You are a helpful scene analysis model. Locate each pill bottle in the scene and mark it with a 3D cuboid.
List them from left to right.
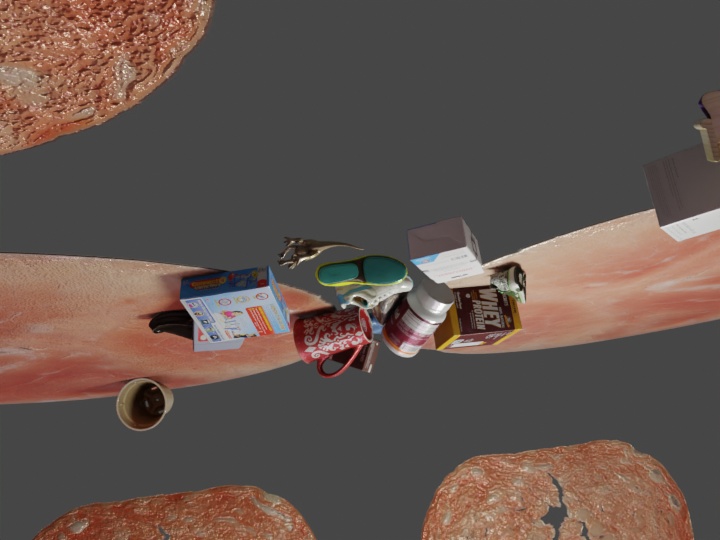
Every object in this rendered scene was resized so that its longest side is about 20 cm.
[{"bbox_3d":[0.147,0.118,1.567,0.114,0.114,0.200,6,132,-36],"label":"pill bottle"}]

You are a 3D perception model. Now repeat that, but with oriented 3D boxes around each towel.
[{"bbox_3d":[0.066,0.160,1.874,0.199,0.049,0.111,8,158,-38],"label":"towel"}]

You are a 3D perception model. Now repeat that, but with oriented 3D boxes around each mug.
[{"bbox_3d":[-0.066,0.195,1.754,0.199,0.178,0.134,-18,-163,16],"label":"mug"}]

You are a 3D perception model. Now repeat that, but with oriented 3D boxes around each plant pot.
[{"bbox_3d":[-0.846,0.527,2.461,0.199,0.202,0.183,-8,174,1],"label":"plant pot"}]

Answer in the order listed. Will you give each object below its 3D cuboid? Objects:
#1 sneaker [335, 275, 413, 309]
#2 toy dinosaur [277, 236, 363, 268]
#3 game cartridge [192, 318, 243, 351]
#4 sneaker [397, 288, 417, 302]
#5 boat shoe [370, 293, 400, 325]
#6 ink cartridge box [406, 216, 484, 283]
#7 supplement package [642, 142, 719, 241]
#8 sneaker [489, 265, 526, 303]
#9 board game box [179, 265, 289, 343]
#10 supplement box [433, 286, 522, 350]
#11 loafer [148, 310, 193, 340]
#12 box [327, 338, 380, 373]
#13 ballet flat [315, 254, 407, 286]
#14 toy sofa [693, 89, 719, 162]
[{"bbox_3d":[0.034,0.049,1.457,0.199,0.081,0.077,-2,160,-22],"label":"sneaker"},{"bbox_3d":[-0.096,-0.043,1.188,0.199,0.059,0.101,-14,178,44],"label":"toy dinosaur"},{"bbox_3d":[-0.346,0.131,1.513,0.132,0.041,0.200,-5,139,-19],"label":"game cartridge"},{"bbox_3d":[0.145,0.096,1.658,0.199,0.076,0.070,-20,159,33],"label":"sneaker"},{"bbox_3d":[0.057,0.083,1.601,0.076,0.072,0.200,-46,164,-19],"label":"boat shoe"},{"bbox_3d":[0.180,-0.038,1.267,0.115,0.067,0.200,-14,161,18],"label":"ink cartridge box"},{"bbox_3d":[0.601,-0.144,1.019,0.199,0.120,0.121,-21,157,37],"label":"supplement package"},{"bbox_3d":[0.385,0.035,1.605,0.088,0.077,0.200,0,161,23],"label":"sneaker"},{"bbox_3d":[-0.275,0.080,1.376,0.195,0.056,0.200,-9,145,2],"label":"board game box"},{"bbox_3d":[0.326,0.137,1.767,0.199,0.133,0.197,-4,162,-9],"label":"supplement box"},{"bbox_3d":[-0.442,0.143,1.569,0.199,0.072,0.073,-8,163,-1],"label":"loafer"},{"bbox_3d":[-0.051,0.230,1.832,0.199,0.101,0.075,13,171,26],"label":"box"},{"bbox_3d":[0.000,0.000,1.341,0.199,0.067,0.067,-3,-177,-5],"label":"ballet flat"},{"bbox_3d":[0.576,-0.226,0.845,0.199,0.098,0.083,-16,-175,25],"label":"toy sofa"}]
